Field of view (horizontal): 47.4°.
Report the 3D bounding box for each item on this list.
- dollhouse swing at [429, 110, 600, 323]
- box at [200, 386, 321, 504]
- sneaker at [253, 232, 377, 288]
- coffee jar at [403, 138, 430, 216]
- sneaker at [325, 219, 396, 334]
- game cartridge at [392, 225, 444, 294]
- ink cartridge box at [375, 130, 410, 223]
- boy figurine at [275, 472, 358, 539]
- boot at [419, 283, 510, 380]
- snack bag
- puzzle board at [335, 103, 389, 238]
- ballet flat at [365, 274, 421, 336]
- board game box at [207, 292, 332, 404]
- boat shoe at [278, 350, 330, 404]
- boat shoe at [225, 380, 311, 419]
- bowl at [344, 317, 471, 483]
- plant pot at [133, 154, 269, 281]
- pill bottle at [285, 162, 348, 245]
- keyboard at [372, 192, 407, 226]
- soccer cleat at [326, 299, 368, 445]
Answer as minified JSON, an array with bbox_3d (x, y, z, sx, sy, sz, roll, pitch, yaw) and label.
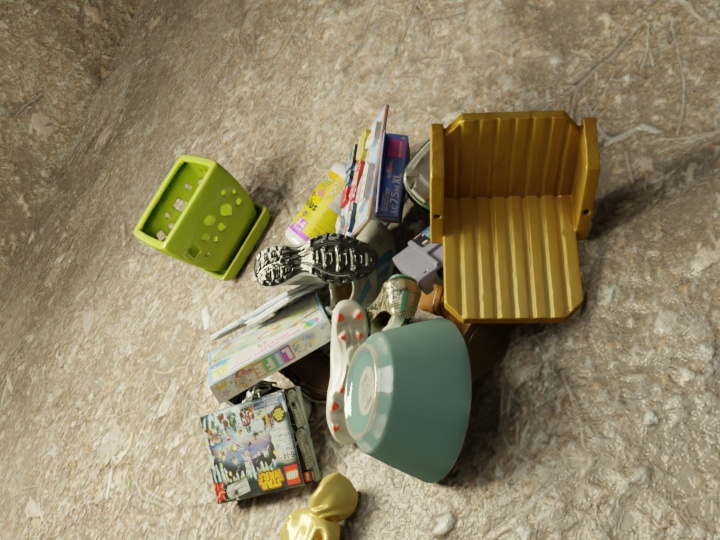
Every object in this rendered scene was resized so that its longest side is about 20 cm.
[{"bbox_3d":[0.182,-0.061,0.977,0.196,0.183,0.178,0,49,5],"label":"dollhouse swing"},{"bbox_3d":[-0.154,0.264,1.226,0.198,0.040,0.139,-24,77,38],"label":"box"},{"bbox_3d":[-0.062,-0.014,1.231,0.197,0.079,0.075,-4,87,27],"label":"sneaker"},{"bbox_3d":[0.115,-0.132,1.175,0.104,0.085,0.200,-47,-3,4],"label":"coffee jar"},{"bbox_3d":[0.000,0.000,1.280,0.076,0.080,0.203,-18,49,40],"label":"sneaker"},{"bbox_3d":[0.142,-0.053,1.126,0.199,0.039,0.130,-36,25,-3],"label":"game cartridge"},{"bbox_3d":[0.050,-0.137,1.239,0.200,0.041,0.121,3,-86,-83],"label":"ink cartridge box"},{"bbox_3d":[-0.069,0.361,1.074,0.123,0.064,0.202,4,64,52],"label":"boy figurine"},{"bbox_3d":[0.126,0.051,1.086,0.154,0.076,0.202,2,61,50],"label":"boot"},{"bbox_3d":[-0.135,0.058,1.353,0.199,0.022,0.188,-29,-1,32],"label":"snack bag"},{"bbox_3d":[-0.003,-0.134,1.250,0.151,0.017,0.203,132,150,-60],"label":"puzzle board"},{"bbox_3d":[0.040,0.068,1.122,0.200,0.067,0.076,110,171,-71],"label":"ballet flat"},{"bbox_3d":[-0.138,0.114,1.247,0.198,0.035,0.135,-29,19,-2],"label":"board game box"},{"bbox_3d":[-0.090,0.150,1.268,0.201,0.075,0.075,14,72,54],"label":"boat shoe"},{"bbox_3d":[-0.155,0.209,1.304,0.198,0.068,0.074,9,68,53],"label":"boat shoe"},{"bbox_3d":[0.045,0.153,1.005,0.200,0.103,0.204,-171,90,-72],"label":"bowl"},{"bbox_3d":[-0.312,-0.098,1.656,0.199,0.181,0.201,20,78,55],"label":"plant pot"},{"bbox_3d":[-0.033,-0.110,1.395,0.201,0.104,0.104,-54,34,1],"label":"pill bottle"},{"bbox_3d":[0.028,-0.099,1.355,0.201,0.056,0.011,-54,20,2],"label":"keyboard"},{"bbox_3d":[-0.014,0.142,1.163,0.078,0.068,0.204,-159,70,-85],"label":"soccer cleat"}]
